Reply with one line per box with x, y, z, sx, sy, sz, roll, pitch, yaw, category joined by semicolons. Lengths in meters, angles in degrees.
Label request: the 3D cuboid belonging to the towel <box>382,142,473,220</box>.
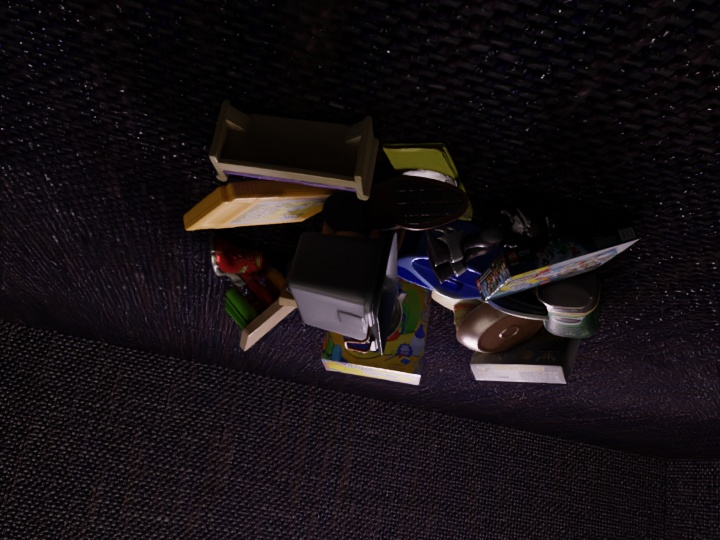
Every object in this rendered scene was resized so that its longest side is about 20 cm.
0.097;-0.118;0.935;0.085;0.018;0.200;2;160;21;towel

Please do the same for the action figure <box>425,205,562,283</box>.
0.193;-0.048;0.963;0.197;0.070;0.130;-16;163;-2;action figure

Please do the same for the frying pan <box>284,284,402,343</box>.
-0.025;0.066;1.103;0.186;0.031;0.117;0;119;1;frying pan

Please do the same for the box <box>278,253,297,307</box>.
-0.042;0.030;1.272;0.196;0.164;0.022;10;121;1;box

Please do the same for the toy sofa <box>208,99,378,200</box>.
-0.080;-0.143;0.850;0.196;0.084;0.098;8;162;6;toy sofa

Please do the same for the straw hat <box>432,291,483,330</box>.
0.237;0.103;1.415;0.197;0.087;0.201;10;163;3;straw hat

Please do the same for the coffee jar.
0.364;0.052;1.188;0.102;0.087;0.200;5;162;20;coffee jar

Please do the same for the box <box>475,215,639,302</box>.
0.276;-0.014;0.977;0.197;0.038;0.137;-15;166;-11;box

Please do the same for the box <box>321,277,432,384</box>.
0.036;0.112;1.379;0.196;0.196;0.122;8;163;5;box

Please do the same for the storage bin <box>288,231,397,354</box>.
-0.024;0.034;0.969;0.132;0.148;0.201;10;157;9;storage bin

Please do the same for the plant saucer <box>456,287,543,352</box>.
0.285;0.107;1.325;0.197;0.037;0.202;-14;145;-10;plant saucer

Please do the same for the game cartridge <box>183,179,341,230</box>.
-0.135;-0.095;0.982;0.197;0.033;0.175;-10;175;-33;game cartridge

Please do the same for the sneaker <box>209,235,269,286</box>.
-0.235;-0.026;1.341;0.083;0.078;0.200;-10;165;11;sneaker

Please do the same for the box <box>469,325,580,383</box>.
0.344;0.159;1.412;0.197;0.159;0.049;-4;123;37;box

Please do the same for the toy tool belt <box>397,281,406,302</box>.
0.000;0.000;1.190;0.123;0.125;0.200;-10;-144;-27;toy tool belt

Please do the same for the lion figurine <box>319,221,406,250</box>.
-0.009;-0.036;1.068;0.197;0.125;0.072;-2;159;31;lion figurine

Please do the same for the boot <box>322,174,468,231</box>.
0.052;-0.092;0.950;0.196;0.076;0.097;-2;-176;10;boot

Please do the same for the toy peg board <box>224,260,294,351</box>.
-0.191;0.052;1.409;0.098;0.199;0.200;48;161;3;toy peg board

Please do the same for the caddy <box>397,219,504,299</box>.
0.143;-0.009;1.092;0.198;0.107;0.141;20;161;-28;caddy

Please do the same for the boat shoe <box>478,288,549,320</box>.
0.258;0.035;1.149;0.073;0.067;0.199;11;-174;-13;boat shoe
